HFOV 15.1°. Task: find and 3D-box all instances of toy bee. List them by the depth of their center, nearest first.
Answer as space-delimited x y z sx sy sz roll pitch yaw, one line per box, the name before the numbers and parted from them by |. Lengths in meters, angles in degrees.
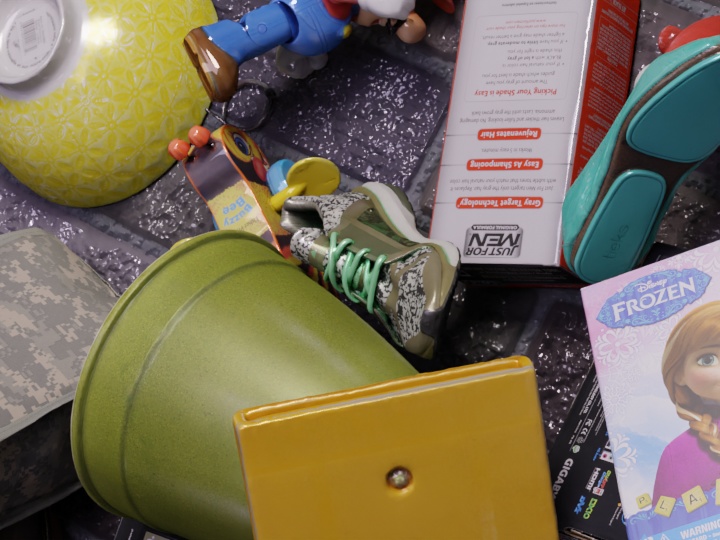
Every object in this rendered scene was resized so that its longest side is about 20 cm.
toy bee | -0.087 -0.049 1.832 0.131 0.109 0.200 -52 55 10

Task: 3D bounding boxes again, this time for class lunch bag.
lunch bag | -0.232 0.068 1.851 0.164 0.200 0.118 40 138 27

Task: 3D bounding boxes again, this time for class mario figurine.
mario figurine | -0.013 -0.163 1.822 0.200 0.106 0.123 -27 38 -2

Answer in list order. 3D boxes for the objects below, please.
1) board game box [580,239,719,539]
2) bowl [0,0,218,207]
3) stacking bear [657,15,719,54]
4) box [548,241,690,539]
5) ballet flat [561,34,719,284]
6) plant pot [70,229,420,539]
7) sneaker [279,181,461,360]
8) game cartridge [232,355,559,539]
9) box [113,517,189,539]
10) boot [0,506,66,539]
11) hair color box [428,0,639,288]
board game box | 0.237 0.067 1.551 0.200 0.041 0.200 -20 52 16
bowl | -0.211 -0.155 1.945 0.200 0.108 0.200 -11 69 29
stacking bear | 0.267 -0.113 1.627 0.200 0.121 0.114 7 44 46
box | 0.221 0.096 1.599 0.198 0.050 0.200 16 70 34
ballet flat | 0.173 -0.081 1.625 0.070 0.067 0.200 -100 31 -46
plant pot | -0.041 0.103 1.680 0.193 0.200 0.200 27 90 35
sneaker | 0.000 0.000 1.709 0.200 0.089 0.077 -132 51 -63
game cartridge | 0.027 0.160 1.575 0.176 0.032 0.200 -10 109 -6
box | -0.103 0.278 1.749 0.164 0.086 0.200 15 83 35
boot | -0.265 0.131 1.892 0.075 0.097 0.200 -29 61 21
hair color box | 0.112 -0.092 1.747 0.101 0.061 0.200 2 75 33
